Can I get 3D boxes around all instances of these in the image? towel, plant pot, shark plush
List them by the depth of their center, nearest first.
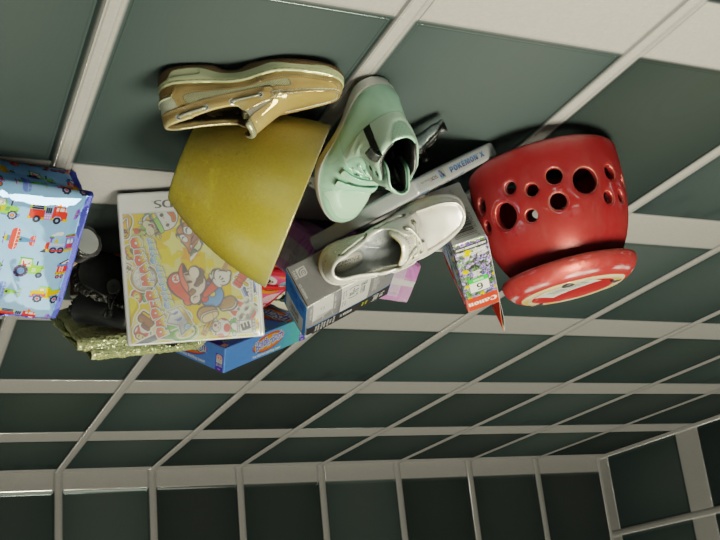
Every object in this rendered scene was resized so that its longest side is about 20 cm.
[{"bbox_3d":[-0.136,-0.100,1.190,0.141,0.201,0.200,22,156,-4],"label":"plant pot"},{"bbox_3d":[0.013,-0.133,1.277,0.199,0.091,0.083,-14,119,39],"label":"shark plush"},{"bbox_3d":[0.257,-0.058,1.358,0.199,0.184,0.200,-13,168,-3],"label":"plant pot"},{"bbox_3d":[-0.337,0.083,1.506,0.199,0.037,0.148,-1,-160,-36],"label":"towel"}]

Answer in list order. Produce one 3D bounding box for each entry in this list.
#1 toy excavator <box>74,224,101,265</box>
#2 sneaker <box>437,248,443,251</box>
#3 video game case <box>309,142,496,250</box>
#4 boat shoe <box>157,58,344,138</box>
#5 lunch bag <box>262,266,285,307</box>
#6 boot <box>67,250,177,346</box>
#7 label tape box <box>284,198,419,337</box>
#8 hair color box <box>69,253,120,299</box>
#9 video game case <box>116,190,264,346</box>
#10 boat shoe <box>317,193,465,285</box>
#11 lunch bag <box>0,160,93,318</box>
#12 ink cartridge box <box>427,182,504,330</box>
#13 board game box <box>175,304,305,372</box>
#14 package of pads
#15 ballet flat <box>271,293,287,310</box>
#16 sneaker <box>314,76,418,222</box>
[{"bbox_3d":[-0.469,-0.047,1.338,0.100,0.200,0.195,-26,-164,42],"label":"toy excavator"},{"bbox_3d":[0.143,-0.046,1.533,0.198,0.081,0.115,-2,157,-17],"label":"sneaker"},{"bbox_3d":[0.054,-0.096,1.336,0.200,0.022,0.182,-26,-178,44],"label":"video game case"},{"bbox_3d":[-0.114,-0.176,1.108,0.199,0.077,0.072,-6,160,-3],"label":"boat shoe"},{"bbox_3d":[-0.200,-0.004,1.558,0.199,0.082,0.176,6,153,-34],"label":"lunch bag"},{"bbox_3d":[-0.307,-0.007,1.435,0.167,0.201,0.076,16,177,12],"label":"boot"},{"bbox_3d":[0.000,0.000,1.368,0.199,0.063,0.144,-28,165,-13],"label":"label tape box"},{"bbox_3d":[-0.378,0.038,1.633,0.110,0.064,0.200,-7,161,-2],"label":"hair color box"},{"bbox_3d":[-0.223,-0.006,1.371,0.181,0.201,0.023,-4,-177,-6],"label":"video game case"},{"bbox_3d":[0.047,-0.031,1.262,0.199,0.071,0.069,-27,-166,-9],"label":"boat shoe"},{"bbox_3d":[-0.424,-0.023,1.245,0.150,0.201,0.094,7,-162,-32],"label":"lunch bag"},{"bbox_3d":[0.145,-0.009,1.406,0.050,0.109,0.201,-19,136,-1],"label":"ink cartridge box"},{"bbox_3d":[-0.205,0.094,1.656,0.152,0.045,0.200,18,-158,31],"label":"board game box"},{"bbox_3d":[-0.025,-0.016,1.510,0.199,0.076,0.120,10,-162,-35],"label":"package of pads"},{"bbox_3d":[-0.079,0.036,1.710,0.199,0.072,0.072,1,159,-19],"label":"ballet flat"},{"bbox_3d":[0.006,-0.105,1.179,0.073,0.119,0.201,-4,137,-24],"label":"sneaker"}]
